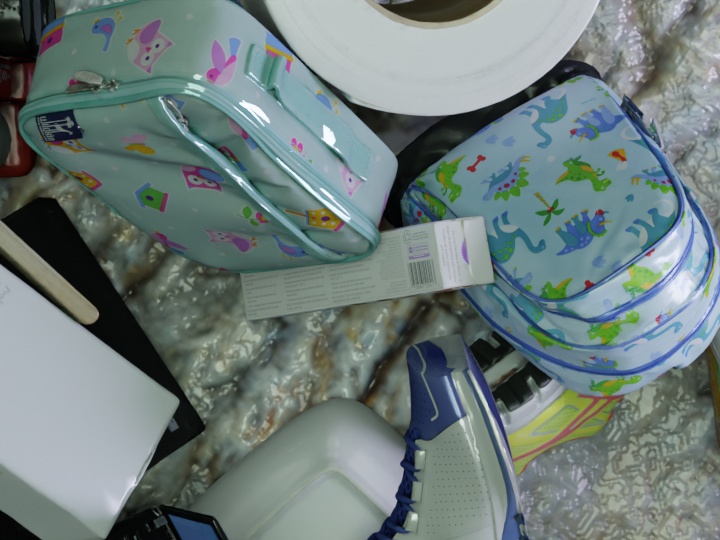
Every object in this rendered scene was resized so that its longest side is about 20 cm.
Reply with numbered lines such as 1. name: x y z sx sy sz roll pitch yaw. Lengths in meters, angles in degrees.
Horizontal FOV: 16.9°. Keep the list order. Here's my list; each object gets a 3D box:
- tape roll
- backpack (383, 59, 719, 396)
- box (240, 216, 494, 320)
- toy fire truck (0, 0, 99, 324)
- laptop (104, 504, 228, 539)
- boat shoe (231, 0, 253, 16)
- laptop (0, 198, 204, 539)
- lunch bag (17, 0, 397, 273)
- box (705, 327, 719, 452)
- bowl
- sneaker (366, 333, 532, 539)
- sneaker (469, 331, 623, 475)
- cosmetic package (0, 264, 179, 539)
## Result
1. tape roll: 0.029 -0.194 1.351 0.201 0.139 0.204 -2 100 -10
2. backpack: 0.123 -0.021 1.397 0.163 0.154 0.201 -28 67 -8
3. box: 0.000 0.000 1.411 0.039 0.200 0.042 -7 87 -37
4. toy fire truck: -0.215 -0.070 1.416 0.128 0.176 0.201 -1 93 -1
5. laptop: -0.112 0.237 1.384 0.199 0.103 0.178 -25 97 19
6. boat shoe: -0.079 -0.244 1.469 0.072 0.072 0.201 -11 71 35
7. laptop: -0.235 0.087 1.488 0.200 0.103 0.178 -34 89 25
8. lunch bag: -0.082 -0.072 1.334 0.160 0.200 0.077 -2 62 39
9. box: 0.312 0.071 1.433 0.199 0.102 0.113 -11 122 -1
10. bowl: -0.019 0.201 1.464 0.200 0.075 0.200 -43 89 1
11. sneaker: 0.038 0.147 1.376 0.114 0.081 0.201 -15 105 3
12. sneaker: 0.139 0.053 1.473 0.199 0.091 0.078 -31 45 -15
13. cosmetic package: -0.213 0.062 1.381 0.200 0.074 0.102 41 61 -21
